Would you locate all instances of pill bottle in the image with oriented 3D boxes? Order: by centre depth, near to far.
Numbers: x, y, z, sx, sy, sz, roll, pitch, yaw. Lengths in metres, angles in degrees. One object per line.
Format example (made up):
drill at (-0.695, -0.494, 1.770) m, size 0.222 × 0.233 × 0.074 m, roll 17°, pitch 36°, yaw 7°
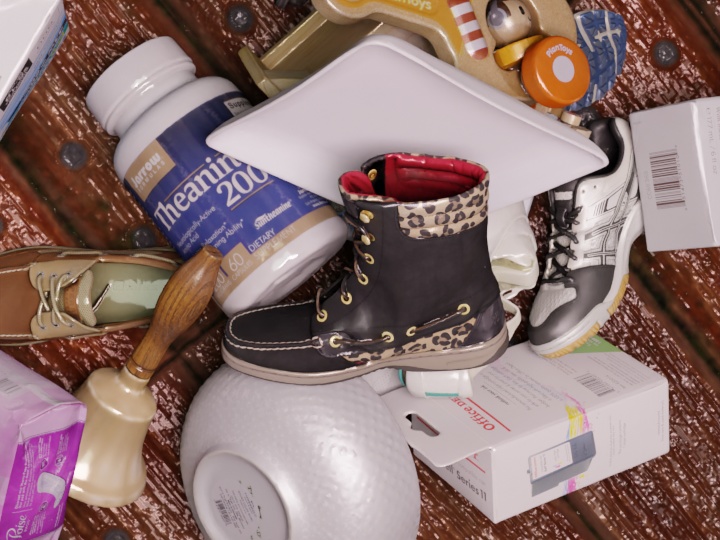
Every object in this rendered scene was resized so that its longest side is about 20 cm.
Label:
pill bottle at (-0.110, -0.070, 1.129) m, size 0.111 × 0.111 × 0.200 m, roll -38°, pitch 83°, yaw -5°

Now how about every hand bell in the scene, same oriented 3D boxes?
hand bell at (-0.153, 0.064, 1.102) m, size 0.104 × 0.104 × 0.200 m, roll 33°, pitch 113°, yaw -7°

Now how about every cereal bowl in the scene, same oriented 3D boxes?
cereal bowl at (-0.058, 0.157, 1.108) m, size 0.083 × 0.200 × 0.200 m, roll -28°, pitch 97°, yaw -48°

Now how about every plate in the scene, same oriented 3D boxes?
plate at (0.029, -0.090, 1.026) m, size 0.199 × 0.200 × 0.032 m, roll 22°, pitch 64°, yaw -31°

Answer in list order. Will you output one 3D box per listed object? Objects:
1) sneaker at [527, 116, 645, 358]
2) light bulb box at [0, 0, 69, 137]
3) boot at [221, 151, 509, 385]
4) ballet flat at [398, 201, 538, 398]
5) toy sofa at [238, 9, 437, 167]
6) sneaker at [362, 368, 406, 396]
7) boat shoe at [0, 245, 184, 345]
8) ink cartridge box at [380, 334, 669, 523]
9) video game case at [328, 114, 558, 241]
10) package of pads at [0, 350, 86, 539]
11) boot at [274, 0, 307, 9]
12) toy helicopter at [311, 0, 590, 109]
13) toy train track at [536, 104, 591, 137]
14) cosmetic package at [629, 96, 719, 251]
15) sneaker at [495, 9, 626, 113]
sneaker at (0.166, -0.029, 1.175) m, size 0.088 × 0.076 × 0.200 m, roll 41°, pitch 66°, yaw -26°
light bulb box at (-0.305, -0.128, 1.065) m, size 0.125 × 0.200 × 0.198 m, roll 31°, pitch 88°, yaw -9°
boot at (0.000, 0.000, 1.033) m, size 0.200 × 0.073 × 0.151 m, roll -1°, pitch 128°, yaw 4°
ballet flat at (0.096, 0.015, 1.140) m, size 0.069 × 0.069 × 0.200 m, roll 32°, pitch 62°, yaw -7°
toy sofa at (0.018, -0.175, 1.105) m, size 0.200 × 0.083 × 0.098 m, roll -41°, pitch 120°, yaw 6°
sneaker at (-0.016, 0.050, 1.166) m, size 0.115 × 0.074 × 0.200 m, roll 15°, pitch 98°, yaw -9°
boat shoe at (-0.211, 0.015, 1.145) m, size 0.200 × 0.074 × 0.076 m, roll -8°, pitch 93°, yaw -7°
ink cartridge box at (0.115, 0.116, 1.138) m, size 0.200 × 0.117 × 0.067 m, roll -17°, pitch 118°, yaw -24°
video game case at (0.046, -0.101, 1.202) m, size 0.200 × 0.022 × 0.182 m, roll 18°, pitch 90°, yaw -9°
package of pads at (-0.289, 0.107, 1.084) m, size 0.200 × 0.076 × 0.121 m, roll 26°, pitch 111°, yaw 29°
boot at (0.048, -0.239, 1.167) m, size 0.174 × 0.069 × 0.200 m, roll 36°, pitch 78°, yaw -8°
toy helicopter at (0.059, -0.178, 1.016) m, size 0.200 × 0.079 × 0.132 m, roll 10°, pitch 77°, yaw -27°
toy train track at (0.093, -0.104, 1.090) m, size 0.200 × 0.033 × 0.115 m, roll 9°, pitch 108°, yaw -36°
cosmetic package at (0.311, -0.081, 1.174) m, size 0.200 × 0.081 × 0.113 m, roll -11°, pitch 93°, yaw -28°
sneaker at (0.111, -0.154, 1.157) m, size 0.200 × 0.085 × 0.077 m, roll -26°, pitch 127°, yaw -22°
